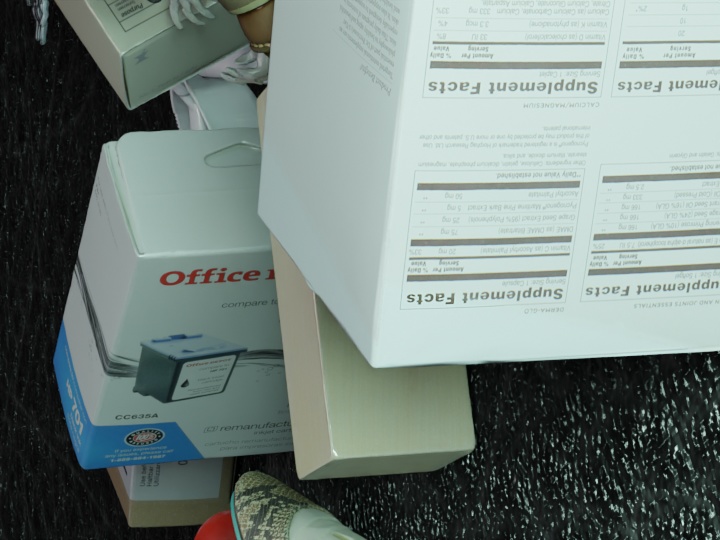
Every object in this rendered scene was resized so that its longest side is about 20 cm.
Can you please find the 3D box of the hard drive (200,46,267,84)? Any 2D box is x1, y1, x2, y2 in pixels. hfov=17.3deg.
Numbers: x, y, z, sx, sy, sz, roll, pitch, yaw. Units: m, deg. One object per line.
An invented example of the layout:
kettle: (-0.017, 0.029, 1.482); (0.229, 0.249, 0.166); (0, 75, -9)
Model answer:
hard drive: (-0.064, -0.180, 1.431); (0.200, 0.027, 0.132); (-162, 71, -70)

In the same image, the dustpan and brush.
dustpan and brush: (-0.092, -0.092, 1.414); (0.140, 0.057, 0.200); (-137, 37, -63)

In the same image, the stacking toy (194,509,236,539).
stacking toy: (-0.060, 0.207, 1.407); (0.200, 0.085, 0.086); (-112, 26, -60)

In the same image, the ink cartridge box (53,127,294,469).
ink cartridge box: (-0.080, 0.017, 1.316); (0.200, 0.146, 0.086); (111, 149, -50)

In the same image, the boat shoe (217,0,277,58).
boat shoe: (0.011, -0.156, 1.007); (0.072, 0.200, 0.068); (-9, 126, 53)

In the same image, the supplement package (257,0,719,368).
supplement package: (0.059, -0.087, 0.884); (0.152, 0.150, 0.200); (-129, 41, -60)

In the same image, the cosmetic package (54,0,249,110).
cosmetic package: (-0.141, -0.203, 1.337); (0.200, 0.103, 0.073); (57, 166, 17)

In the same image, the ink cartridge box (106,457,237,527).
ink cartridge box: (-0.132, 0.045, 1.586); (0.165, 0.075, 0.200); (-122, 35, -58)

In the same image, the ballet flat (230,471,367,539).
ballet flat: (-0.012, 0.191, 1.281); (0.075, 0.068, 0.200); (-33, 63, 36)

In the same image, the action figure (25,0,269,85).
action figure: (-0.074, -0.155, 1.202); (0.119, 0.199, 0.102); (-130, 37, -61)

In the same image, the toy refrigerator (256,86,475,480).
toy refrigerator: (0.000, 0.000, 1.189); (0.070, 0.076, 0.201); (140, 125, -67)
